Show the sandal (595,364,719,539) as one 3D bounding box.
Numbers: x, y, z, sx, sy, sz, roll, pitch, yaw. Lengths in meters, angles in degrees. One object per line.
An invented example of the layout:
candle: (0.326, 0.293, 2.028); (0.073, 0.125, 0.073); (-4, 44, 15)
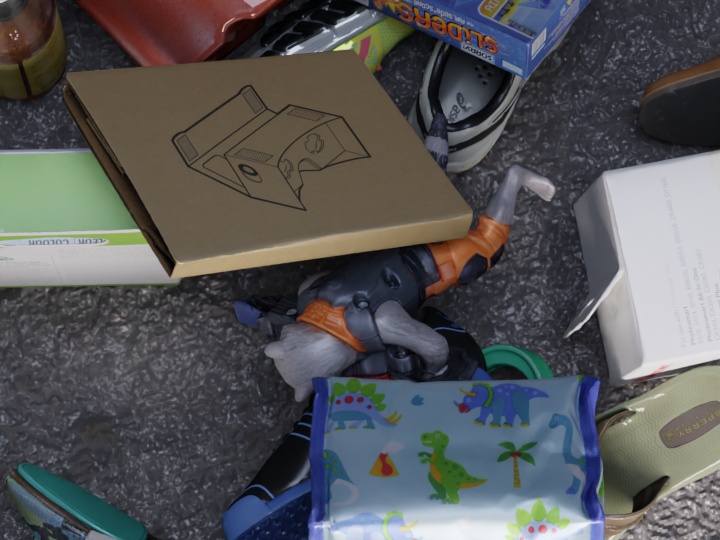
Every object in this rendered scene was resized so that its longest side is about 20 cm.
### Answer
sandal: (0.158, 0.125, 1.505); (0.201, 0.057, 0.080); (-39, 87, 21)

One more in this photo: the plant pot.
plant pot: (-0.124, -0.229, 1.513); (0.201, 0.201, 0.195); (-40, 93, -8)

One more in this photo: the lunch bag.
lunch bag: (0.057, 0.150, 1.424); (0.170, 0.200, 0.127); (0, 53, 4)

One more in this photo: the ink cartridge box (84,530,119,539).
ink cartridge box: (-0.098, 0.260, 1.448); (0.200, 0.083, 0.147); (21, 123, 0)

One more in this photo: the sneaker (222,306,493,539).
sneaker: (-0.009, 0.102, 1.528); (0.200, 0.070, 0.078); (-33, 58, 0)

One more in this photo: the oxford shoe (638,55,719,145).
oxford shoe: (0.272, -0.135, 1.586); (0.200, 0.071, 0.071); (-15, 53, -4)

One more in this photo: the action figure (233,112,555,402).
action figure: (0.000, 0.000, 1.488); (0.200, 0.105, 0.193); (12, 49, 37)

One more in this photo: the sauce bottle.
sauce bottle: (-0.215, -0.155, 1.483); (0.066, 0.200, 0.066); (1, 80, -5)

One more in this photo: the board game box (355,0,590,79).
board game box: (0.099, -0.220, 1.539); (0.135, 0.034, 0.200); (28, 58, 20)

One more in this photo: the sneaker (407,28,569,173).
sneaker: (0.095, -0.157, 1.558); (0.076, 0.088, 0.200); (23, 79, 2)

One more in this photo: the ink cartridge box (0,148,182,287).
ink cartridge box: (-0.182, -0.039, 1.466); (0.148, 0.200, 0.076); (-1, 81, -4)

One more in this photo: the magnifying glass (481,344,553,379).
magnifying glass: (0.077, 0.146, 1.527); (0.080, 0.022, 0.200); (11, 90, 42)

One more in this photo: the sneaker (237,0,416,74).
sneaker: (-0.031, -0.114, 1.559); (0.200, 0.078, 0.090); (-35, 111, -14)

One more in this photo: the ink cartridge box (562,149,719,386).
ink cartridge box: (0.225, -0.006, 1.520); (0.200, 0.129, 0.125); (-10, 82, -5)

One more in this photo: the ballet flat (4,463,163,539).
ballet flat: (-0.140, 0.191, 1.503); (0.200, 0.074, 0.074); (26, 81, 4)

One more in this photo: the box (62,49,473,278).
box: (-0.054, -0.066, 1.421); (0.200, 0.021, 0.164); (-8, 46, -31)
